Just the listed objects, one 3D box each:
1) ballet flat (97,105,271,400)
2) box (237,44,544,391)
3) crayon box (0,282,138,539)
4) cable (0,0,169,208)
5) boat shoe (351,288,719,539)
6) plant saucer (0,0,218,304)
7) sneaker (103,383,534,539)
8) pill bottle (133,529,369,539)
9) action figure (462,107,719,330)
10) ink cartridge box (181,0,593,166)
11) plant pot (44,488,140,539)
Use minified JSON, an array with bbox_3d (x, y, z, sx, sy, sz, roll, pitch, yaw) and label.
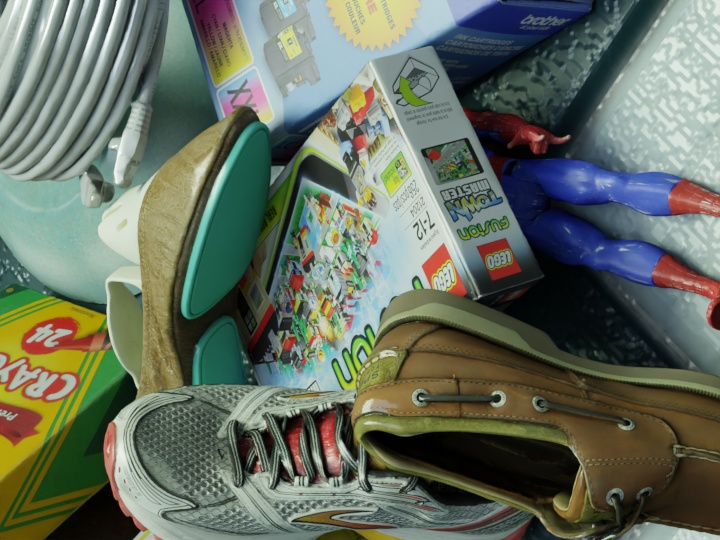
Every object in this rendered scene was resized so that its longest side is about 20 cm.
[{"bbox_3d":[-0.085,0.006,0.920,0.072,0.068,0.201,23,132,22],"label":"ballet flat"},{"bbox_3d":[0.000,0.000,0.886,0.111,0.034,0.200,65,148,15],"label":"box"},{"bbox_3d":[-0.195,0.092,0.998,0.126,0.200,0.051,15,135,38],"label":"crayon box"},{"bbox_3d":[-0.147,-0.142,0.940,0.200,0.069,0.202,28,107,61],"label":"cable"},{"bbox_3d":[0.092,0.076,0.781,0.198,0.068,0.072,16,136,5],"label":"boat shoe"},{"bbox_3d":[-0.154,-0.083,1.052,0.200,0.039,0.203,3,95,39],"label":"plant saucer"},{"bbox_3d":[-0.009,0.073,0.836,0.082,0.198,0.079,125,143,-55],"label":"sneaker"},{"bbox_3d":[-0.067,0.164,0.879,0.111,0.200,0.113,26,142,23],"label":"pill bottle"},{"bbox_3d":[0.077,-0.030,0.856,0.199,0.051,0.066,19,109,40],"label":"action figure"},{"bbox_3d":[0.013,-0.148,0.883,0.199,0.076,0.138,-28,76,37],"label":"ink cartridge box"},{"bbox_3d":[-0.196,0.222,0.992,0.186,0.199,0.189,11,107,37],"label":"plant pot"}]
